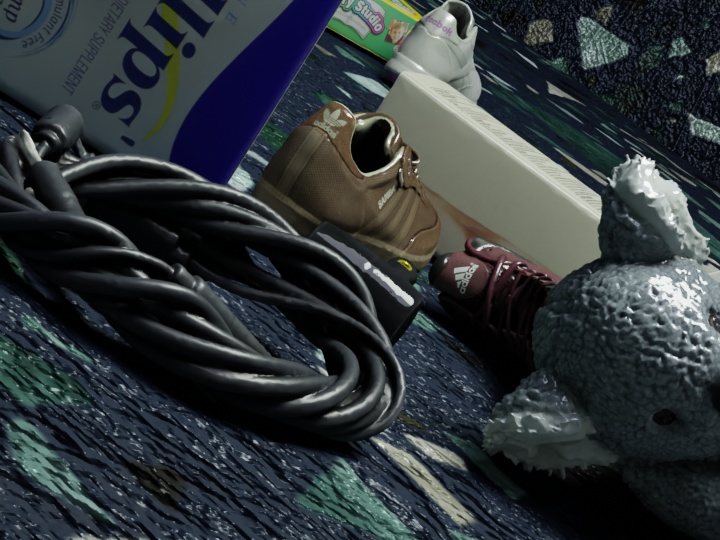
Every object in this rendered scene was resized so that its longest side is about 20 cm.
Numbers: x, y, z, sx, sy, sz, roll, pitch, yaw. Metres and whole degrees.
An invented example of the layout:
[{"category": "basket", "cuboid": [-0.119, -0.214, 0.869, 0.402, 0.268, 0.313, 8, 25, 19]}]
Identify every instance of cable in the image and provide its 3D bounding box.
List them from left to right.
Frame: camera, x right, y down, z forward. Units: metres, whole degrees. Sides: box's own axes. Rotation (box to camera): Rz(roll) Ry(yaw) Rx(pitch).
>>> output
[{"category": "cable", "cuboid": [-0.066, 0.000, 0.823, 0.200, 0.051, 0.163, 36, 12, 5]}]

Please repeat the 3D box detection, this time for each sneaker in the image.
[{"category": "sneaker", "cuboid": [0.012, -0.049, 1.173, 0.070, 0.076, 0.200, 37, 12, 19]}, {"category": "sneaker", "cuboid": [0.090, -0.208, 1.979, 0.075, 0.100, 0.200, 34, 10, 11]}, {"category": "sneaker", "cuboid": [0.084, 0.027, 1.106, 0.115, 0.076, 0.200, 31, 0, 10]}]

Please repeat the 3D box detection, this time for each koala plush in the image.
[{"category": "koala plush", "cuboid": [0.155, 0.054, 0.960, 0.199, 0.178, 0.184, 26, 2, -33]}]

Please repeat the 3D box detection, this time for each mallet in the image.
[{"category": "mallet", "cuboid": [0.000, 0.000, 1.052, 0.066, 0.041, 0.200, 37, 7, -2]}]

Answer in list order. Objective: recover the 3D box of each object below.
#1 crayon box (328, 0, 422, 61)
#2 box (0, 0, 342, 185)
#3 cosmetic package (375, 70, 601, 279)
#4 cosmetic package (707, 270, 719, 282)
[{"category": "crayon box", "cuboid": [-0.041, -0.291, 2.059, 0.199, 0.058, 0.173, 25, 16, -36]}, {"category": "box", "cuboid": [-0.114, -0.165, 1.028, 0.199, 0.184, 0.105, 30, 11, -15]}, {"category": "cosmetic package", "cuboid": [0.094, -0.034, 1.310, 0.200, 0.087, 0.103, 38, 13, 16]}, {"category": "cosmetic package", "cuboid": [0.217, 0.052, 1.175, 0.200, 0.082, 0.051, 43, 33, -65]}]
